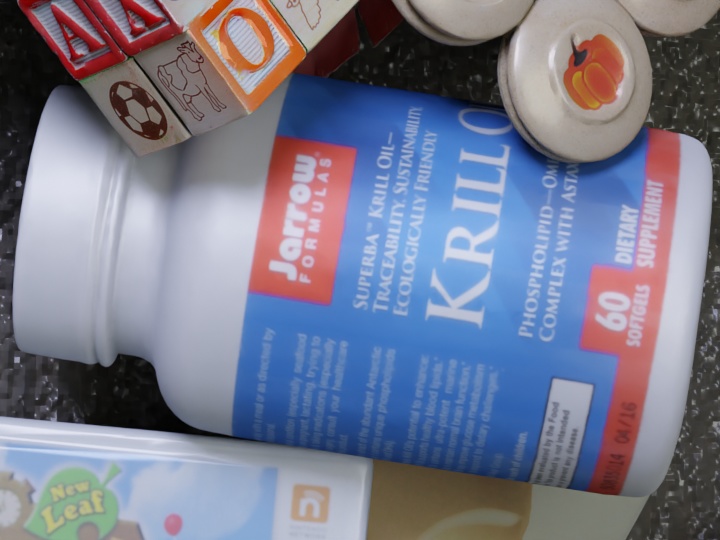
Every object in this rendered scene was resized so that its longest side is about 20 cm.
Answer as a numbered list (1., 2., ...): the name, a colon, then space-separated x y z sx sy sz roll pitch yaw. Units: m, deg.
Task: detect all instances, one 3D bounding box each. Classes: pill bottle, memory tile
1. pill bottle: 0.000 0.000 0.839 0.198 0.112 0.113 8 88 1
2. memory tile: 0.067 -0.144 0.805 0.153 0.017 0.200 44 65 -20

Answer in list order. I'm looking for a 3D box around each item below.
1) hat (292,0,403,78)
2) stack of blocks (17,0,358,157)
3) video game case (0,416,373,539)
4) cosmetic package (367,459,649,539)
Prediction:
1. hat: 0.006 -0.139 0.908 0.175 0.166 0.201 4 49 3
2. stack of blocks: -0.025 -0.141 0.799 0.115 0.058 0.200 52 55 -16
3. video game case: -0.102 0.137 0.844 0.198 0.022 0.184 5 82 -2
4. cosmetic package: 0.006 0.116 0.922 0.105 0.071 0.201 35 76 -22
